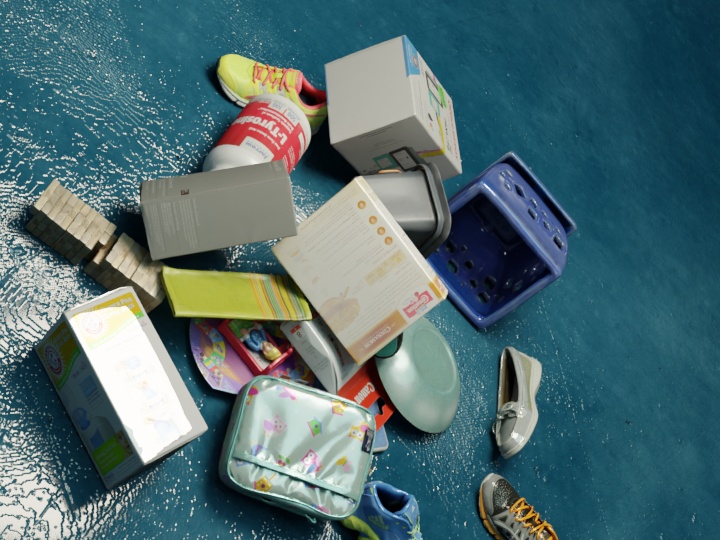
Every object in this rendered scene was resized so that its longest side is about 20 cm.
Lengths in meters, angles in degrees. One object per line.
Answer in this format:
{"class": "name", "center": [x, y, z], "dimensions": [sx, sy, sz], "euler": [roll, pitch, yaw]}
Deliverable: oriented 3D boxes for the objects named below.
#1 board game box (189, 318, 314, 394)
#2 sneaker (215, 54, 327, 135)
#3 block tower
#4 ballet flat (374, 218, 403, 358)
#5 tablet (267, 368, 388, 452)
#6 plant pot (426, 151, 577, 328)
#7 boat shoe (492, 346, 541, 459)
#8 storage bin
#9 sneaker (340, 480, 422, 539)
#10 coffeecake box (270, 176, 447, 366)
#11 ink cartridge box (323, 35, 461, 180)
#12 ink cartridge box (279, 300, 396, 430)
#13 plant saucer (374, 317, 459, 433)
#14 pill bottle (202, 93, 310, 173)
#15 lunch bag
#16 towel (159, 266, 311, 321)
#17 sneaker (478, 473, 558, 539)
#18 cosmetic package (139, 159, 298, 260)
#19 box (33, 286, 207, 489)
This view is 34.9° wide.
{"class": "board game box", "center": [-0.136, 0.096, 1.566], "dimensions": [0.198, 0.039, 0.160], "euler": [18, 51, -30]}
{"class": "sneaker", "center": [-0.128, -0.287, 1.765], "dimensions": [0.198, 0.090, 0.079], "euler": [23, 55, -26]}
{"class": "block tower", "center": [-0.336, -0.027, 1.475], "dimensions": [0.199, 0.058, 0.054], "euler": [41, 47, -17]}
{"class": "ballet flat", "center": [0.032, 0.022, 1.628], "dimensions": [0.072, 0.072, 0.204], "euler": [-6, 100, -41]}
{"class": "tablet", "center": [-0.052, 0.199, 1.609], "dimensions": [0.198, 0.014, 0.132], "euler": [0, 66, -40]}
{"class": "plant pot", "center": [0.223, -0.062, 1.858], "dimensions": [0.200, 0.199, 0.180], "euler": [47, 40, -6]}
{"class": "boat shoe", "center": [0.239, 0.208, 1.806], "dimensions": [0.064, 0.074, 0.203], "euler": [32, 46, -13]}
{"class": "storage bin", "center": [0.023, -0.078, 1.709], "dimensions": [0.132, 0.200, 0.148], "euler": [-1, 66, -29]}
{"class": "sneaker", "center": [0.053, 0.362, 1.541], "dimensions": [0.200, 0.105, 0.076], "euler": [46, 46, -8]}
{"class": "coffeecake box", "center": [0.000, 0.000, 1.557], "dimensions": [0.201, 0.153, 0.073], "euler": [53, 11, -1]}
{"class": "ink cartridge box", "center": [0.052, -0.235, 1.794], "dimensions": [0.200, 0.144, 0.149], "euler": [40, 39, -56]}
{"class": "ink cartridge box", "center": [-0.011, 0.122, 1.622], "dimensions": [0.201, 0.050, 0.162], "euler": [50, 26, 2]}
{"class": "plant saucer", "center": [0.097, 0.140, 1.715], "dimensions": [0.200, 0.038, 0.203], "euler": [33, 42, -36]}
{"class": "pill bottle", "center": [-0.158, -0.156, 1.652], "dimensions": [0.112, 0.112, 0.201], "euler": [41, 47, -13]}
{"class": "lunch bag", "center": [-0.078, 0.236, 1.487], "dimensions": [0.197, 0.077, 0.163], "euler": [20, 68, -12]}
{"class": "towel", "center": [-0.161, 0.031, 1.504], "dimensions": [0.197, 0.018, 0.087], "euler": [4, 39, -32]}
{"class": "sneaker", "center": [0.250, 0.389, 1.708], "dimensions": [0.078, 0.077, 0.202], "euler": [-29, 85, -43]}
{"class": "cosmetic package", "center": [-0.185, -0.082, 1.505], "dimensions": [0.197, 0.107, 0.092], "euler": [-13, 110, -7]}
{"class": "box", "center": [-0.290, 0.140, 1.378], "dimensions": [0.101, 0.112, 0.202], "euler": [-24, 82, -43]}
